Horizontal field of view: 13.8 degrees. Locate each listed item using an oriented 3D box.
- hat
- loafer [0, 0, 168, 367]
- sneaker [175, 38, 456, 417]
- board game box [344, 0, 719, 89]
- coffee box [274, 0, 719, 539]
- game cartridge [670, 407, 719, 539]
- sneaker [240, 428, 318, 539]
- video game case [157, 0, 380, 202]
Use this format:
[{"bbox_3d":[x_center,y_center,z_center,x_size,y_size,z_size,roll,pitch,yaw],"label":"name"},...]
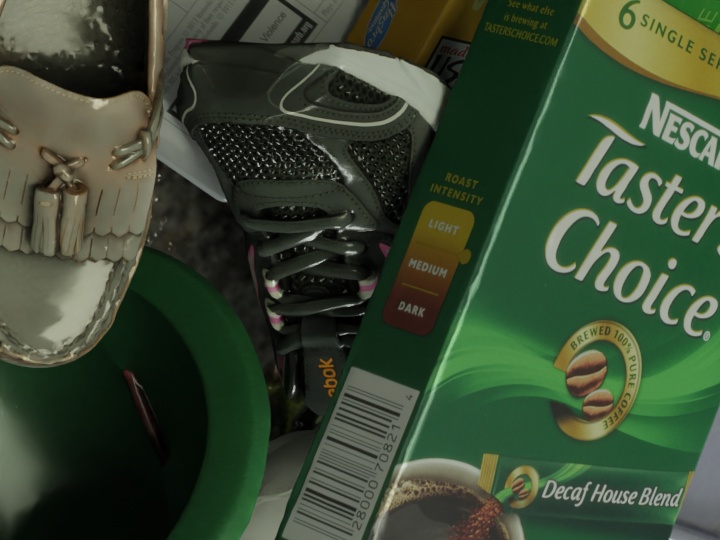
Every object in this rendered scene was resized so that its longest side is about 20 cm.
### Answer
[{"bbox_3d":[-0.075,0.113,0.960,0.165,0.200,0.176,-30,139,0],"label":"hat"},{"bbox_3d":[-0.088,-0.068,0.878,0.072,0.063,0.200,6,94,-14],"label":"loafer"},{"bbox_3d":[0.000,0.000,0.922,0.200,0.080,0.087,49,48,-55],"label":"sneaker"},{"bbox_3d":[0.107,-0.123,0.922,0.153,0.040,0.200,10,124,-31],"label":"board game box"},{"bbox_3d":[0.061,0.016,0.897,0.123,0.044,0.200,26,84,-40],"label":"coffee box"},{"bbox_3d":[0.152,0.034,0.989,0.129,0.038,0.200,21,100,-32],"label":"game cartridge"},{"bbox_3d":[-0.042,0.146,1.004,0.078,0.099,0.200,39,83,-32],"label":"sneaker"},{"bbox_3d":[-0.054,-0.150,0.923,0.182,0.023,0.200,35,98,-20],"label":"video game case"}]
